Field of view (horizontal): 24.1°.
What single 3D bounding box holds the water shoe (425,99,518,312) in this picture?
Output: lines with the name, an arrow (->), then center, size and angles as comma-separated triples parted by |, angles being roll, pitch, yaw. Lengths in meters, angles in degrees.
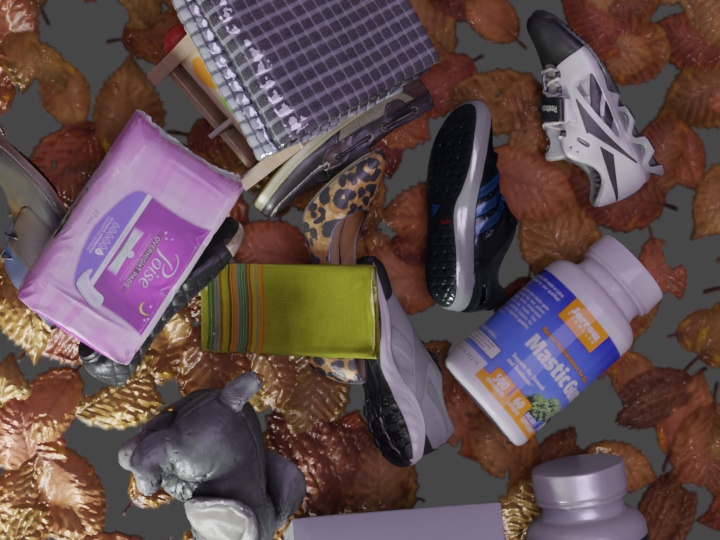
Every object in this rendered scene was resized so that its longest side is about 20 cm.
water shoe -> 0.109, -0.060, 1.611 | 0.079, 0.071, 0.201 | 6, 92, -35

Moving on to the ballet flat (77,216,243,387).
ballet flat -> -0.183, 0.025, 1.581 | 0.200, 0.066, 0.057 | -44, 130, 2

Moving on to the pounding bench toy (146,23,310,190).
pounding bench toy -> -0.070, -0.207, 1.535 | 0.156, 0.124, 0.200 | 49, 58, -7

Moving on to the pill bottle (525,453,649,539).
pill bottle -> 0.221, 0.284, 1.615 | 0.119, 0.120, 0.201 | -9, 95, -7

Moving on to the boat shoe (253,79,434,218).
boat shoe -> -0.013, -0.114, 1.578 | 0.200, 0.073, 0.065 | -43, 93, -3

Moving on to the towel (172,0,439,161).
towel -> -0.039, -0.207, 1.428 | 0.200, 0.085, 0.166 | -32, 92, -33

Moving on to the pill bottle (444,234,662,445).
pill bottle -> 0.187, 0.062, 1.597 | 0.200, 0.112, 0.112 | -42, 98, -2

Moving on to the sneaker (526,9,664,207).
sneaker -> 0.202, -0.150, 1.602 | 0.088, 0.074, 0.201 | -34, 97, -6

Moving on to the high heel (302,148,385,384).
high heel -> 0.000, 0.000, 1.545 | 0.143, 0.071, 0.200 | 46, 116, 22

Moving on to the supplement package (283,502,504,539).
supplement package -> 0.035, 0.307, 1.575 | 0.199, 0.111, 0.157 | -3, 75, -8

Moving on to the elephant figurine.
elephant figurine -> -0.119, 0.214, 1.563 | 0.141, 0.155, 0.201 | -36, 98, -18

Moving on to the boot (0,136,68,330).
boot -> -0.310, -0.040, 1.544 | 0.097, 0.075, 0.200 | -45, 100, -5

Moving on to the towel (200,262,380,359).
towel -> -0.068, 0.036, 1.546 | 0.199, 0.018, 0.087 | 0, 97, 35

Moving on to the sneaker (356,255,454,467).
sneaker -> 0.034, 0.082, 1.608 | 0.079, 0.074, 0.201 | -17, 91, -36

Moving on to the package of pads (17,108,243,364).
package of pads -> -0.203, -0.029, 1.500 | 0.120, 0.076, 0.201 | 33, 92, -13
